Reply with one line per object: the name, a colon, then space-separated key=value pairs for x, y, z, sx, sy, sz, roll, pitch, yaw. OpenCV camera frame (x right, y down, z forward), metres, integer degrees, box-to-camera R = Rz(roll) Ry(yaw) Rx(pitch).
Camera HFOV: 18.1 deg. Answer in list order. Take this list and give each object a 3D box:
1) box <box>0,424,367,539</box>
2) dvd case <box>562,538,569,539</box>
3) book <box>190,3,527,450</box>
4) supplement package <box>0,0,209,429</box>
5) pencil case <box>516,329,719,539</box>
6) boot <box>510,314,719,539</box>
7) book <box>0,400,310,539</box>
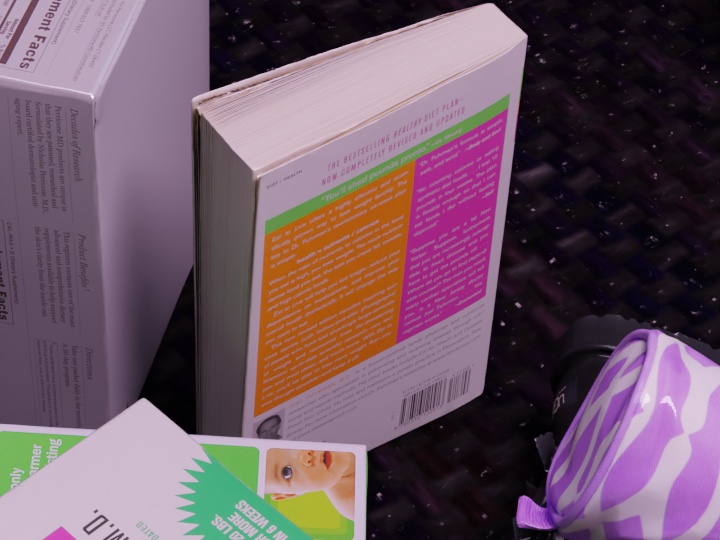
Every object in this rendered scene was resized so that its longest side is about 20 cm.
box: x=-0.088 y=0.162 z=0.810 sx=0.175 sy=0.097 sz=0.201 roll=5 pitch=46 yaw=-3
dvd case: x=0.161 y=0.158 z=0.831 sx=0.148 sy=0.016 sz=0.200 roll=-34 pitch=79 yaw=-29
book: x=0.000 y=0.000 z=0.902 sx=0.133 sy=0.201 sz=0.048 roll=-23 pitch=51 yaw=-26
supplement package: x=-0.134 y=-0.054 z=0.946 sx=0.110 sy=0.201 sz=0.156 roll=12 pitch=45 yaw=7
pencil case: x=0.162 y=0.098 z=0.808 sx=0.199 sy=0.086 sz=0.084 roll=30 pitch=23 yaw=-3
boot: x=0.147 y=0.113 z=0.893 sx=0.196 sy=0.074 sz=0.163 roll=16 pitch=53 yaw=-1
book: x=-0.095 y=0.141 z=0.726 sx=0.133 sy=0.048 sz=0.200 roll=36 pitch=50 yaw=23
